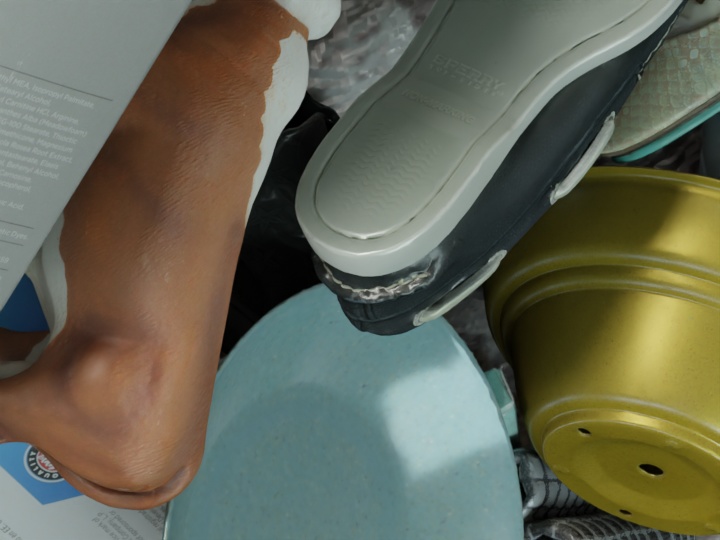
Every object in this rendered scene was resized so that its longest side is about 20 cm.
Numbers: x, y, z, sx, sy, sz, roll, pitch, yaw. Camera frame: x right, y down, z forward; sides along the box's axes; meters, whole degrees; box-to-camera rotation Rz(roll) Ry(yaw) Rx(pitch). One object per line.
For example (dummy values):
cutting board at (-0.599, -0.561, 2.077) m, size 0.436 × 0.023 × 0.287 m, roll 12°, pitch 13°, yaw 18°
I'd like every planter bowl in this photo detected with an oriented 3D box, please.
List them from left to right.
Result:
planter bowl at (0.128, 0.050, 0.838) m, size 0.201 × 0.199 × 0.084 m, roll 71°, pitch 36°, yaw -54°

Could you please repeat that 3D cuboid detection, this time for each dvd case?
dvd case at (0.006, 0.104, 0.907) m, size 0.145 × 0.022 × 0.200 m, roll -28°, pitch 165°, yaw -3°

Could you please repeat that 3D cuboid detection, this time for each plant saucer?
plant saucer at (-0.013, 0.104, 0.752) m, size 0.038 × 0.203 × 0.200 m, roll -2°, pitch 165°, yaw 40°

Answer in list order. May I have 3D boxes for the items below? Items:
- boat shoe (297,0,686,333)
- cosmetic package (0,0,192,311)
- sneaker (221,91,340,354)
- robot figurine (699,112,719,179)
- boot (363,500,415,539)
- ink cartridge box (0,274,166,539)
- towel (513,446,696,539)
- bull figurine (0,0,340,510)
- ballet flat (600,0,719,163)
boat shoe at (0.054, -0.063, 0.715) m, size 0.200 × 0.075 × 0.061 m, roll -43°, pitch 148°, yaw -17°
cosmetic package at (-0.106, -0.093, 0.559) m, size 0.090 × 0.107 × 0.200 m, roll 18°, pitch 116°, yaw -48°
sneaker at (-0.001, -0.002, 0.800) m, size 0.104 × 0.060 × 0.199 m, roll -39°, pitch 141°, yaw 18°
robot figurine at (0.199, -0.025, 0.874) m, size 0.168 × 0.113 × 0.201 m, roll -24°, pitch 144°, yaw -13°
boot at (-0.042, 0.147, 0.815) m, size 0.090 × 0.073 × 0.199 m, roll -9°, pitch -165°, yaw 46°
ink cartridge box at (-0.161, 0.100, 0.768) m, size 0.199 × 0.086 × 0.147 m, roll -33°, pitch 135°, yaw 4°
towel at (0.047, 0.160, 0.951) m, size 0.200 × 0.086 × 0.165 m, roll -38°, pitch 162°, yaw 22°
bull figurine at (-0.079, -0.028, 0.658) m, size 0.120 × 0.202 × 0.065 m, roll 12°, pitch 175°, yaw 0°
ballet flat at (0.160, -0.120, 0.792) m, size 0.199 × 0.067 × 0.063 m, roll -34°, pitch 106°, yaw -1°
